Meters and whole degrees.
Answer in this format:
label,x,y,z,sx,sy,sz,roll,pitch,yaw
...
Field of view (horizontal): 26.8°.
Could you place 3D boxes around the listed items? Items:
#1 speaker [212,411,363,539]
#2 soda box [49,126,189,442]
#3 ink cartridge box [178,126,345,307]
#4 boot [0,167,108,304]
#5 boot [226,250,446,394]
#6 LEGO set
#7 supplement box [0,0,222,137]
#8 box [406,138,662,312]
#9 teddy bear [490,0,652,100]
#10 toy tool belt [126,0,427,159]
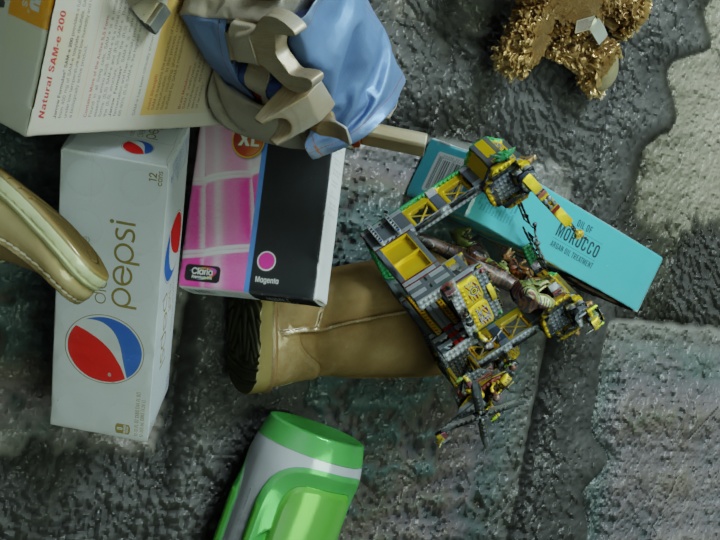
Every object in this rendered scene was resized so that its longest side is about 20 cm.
label,x,y,z,sx,sy,sz,roll,pitch,yaw
speaker,-0.064,0.208,1.090,0.088,0.088,0.202,19,92,-35
soda box,-0.152,0.005,0.946,0.067,0.064,0.202,10,119,2
ink cartridge box,-0.058,-0.081,0.989,0.037,0.094,0.202,39,57,-74
boot,-0.254,0.001,0.860,0.155,0.199,0.072,-53,161,-8
boot,0.000,0.000,1.096,0.199,0.066,0.177,-6,113,-33
LEGO set,0.097,0.021,1.043,0.153,0.116,0.201,-25,127,-10
supplement box,-0.133,-0.152,0.878,0.199,0.073,0.127,-10,122,-55
box,0.135,-0.034,1.162,0.199,0.082,0.049,27,89,-35
teddy bear,0.148,-0.210,1.144,0.199,0.067,0.146,7,108,-41
toy tool belt,-0.032,-0.133,0.852,0.125,0.122,0.200,-57,150,-11
